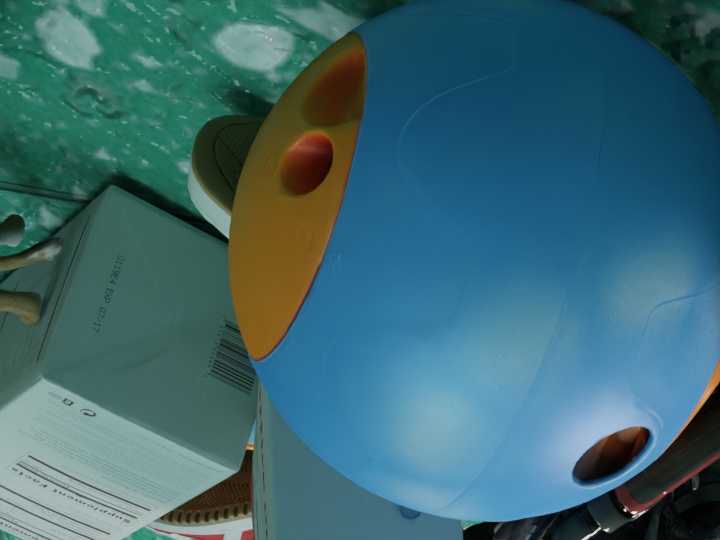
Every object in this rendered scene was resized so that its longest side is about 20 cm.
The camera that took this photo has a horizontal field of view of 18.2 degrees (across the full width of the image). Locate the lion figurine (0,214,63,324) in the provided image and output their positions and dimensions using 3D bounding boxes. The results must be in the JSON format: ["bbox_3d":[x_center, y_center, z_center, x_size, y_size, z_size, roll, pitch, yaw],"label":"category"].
[{"bbox_3d":[-0.239,-0.008,1.100,0.122,0.073,0.200,14,162,-33],"label":"lion figurine"}]

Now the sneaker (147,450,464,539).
[{"bbox_3d":[-0.035,0.143,1.266,0.199,0.071,0.113,-3,139,29],"label":"sneaker"}]

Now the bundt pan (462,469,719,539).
[{"bbox_3d":[0.120,0.158,1.102,0.201,0.202,0.076,-4,113,34],"label":"bundt pan"}]

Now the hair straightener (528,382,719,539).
[{"bbox_3d":[0.144,0.070,0.920,0.041,0.200,0.077,51,169,2],"label":"hair straightener"}]

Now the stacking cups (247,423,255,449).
[{"bbox_3d":[-0.050,0.065,1.162,0.060,0.061,0.200,33,147,-22],"label":"stacking cups"}]

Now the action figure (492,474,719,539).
[{"bbox_3d":[0.124,0.106,0.993,0.118,0.201,0.102,17,148,4],"label":"action figure"}]

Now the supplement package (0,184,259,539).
[{"bbox_3d":[-0.136,0.059,1.148,0.109,0.114,0.200,28,150,-19],"label":"supplement package"}]

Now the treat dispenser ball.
[{"bbox_3d":[0.049,-0.006,0.860,0.200,0.202,0.201,14,149,9],"label":"treat dispenser ball"}]

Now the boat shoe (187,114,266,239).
[{"bbox_3d":[0.000,0.000,1.023,0.199,0.071,0.069,29,146,-18],"label":"boat shoe"}]

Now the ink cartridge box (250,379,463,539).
[{"bbox_3d":[-0.006,0.126,1.032,0.082,0.147,0.200,-2,155,-5],"label":"ink cartridge box"}]
